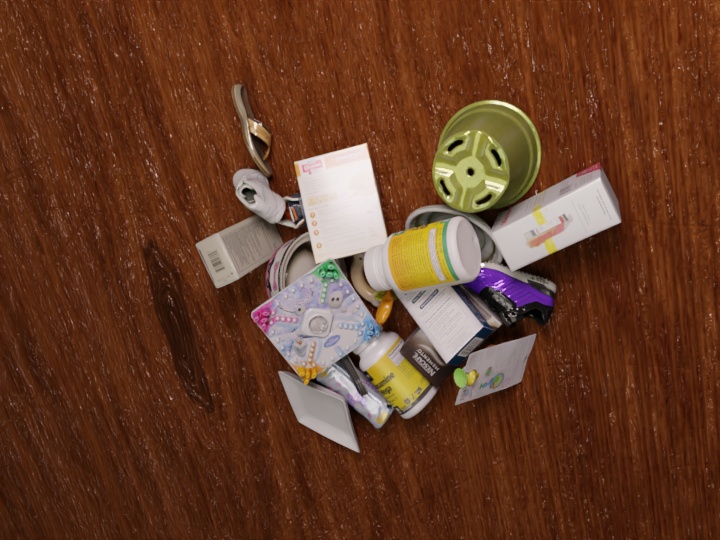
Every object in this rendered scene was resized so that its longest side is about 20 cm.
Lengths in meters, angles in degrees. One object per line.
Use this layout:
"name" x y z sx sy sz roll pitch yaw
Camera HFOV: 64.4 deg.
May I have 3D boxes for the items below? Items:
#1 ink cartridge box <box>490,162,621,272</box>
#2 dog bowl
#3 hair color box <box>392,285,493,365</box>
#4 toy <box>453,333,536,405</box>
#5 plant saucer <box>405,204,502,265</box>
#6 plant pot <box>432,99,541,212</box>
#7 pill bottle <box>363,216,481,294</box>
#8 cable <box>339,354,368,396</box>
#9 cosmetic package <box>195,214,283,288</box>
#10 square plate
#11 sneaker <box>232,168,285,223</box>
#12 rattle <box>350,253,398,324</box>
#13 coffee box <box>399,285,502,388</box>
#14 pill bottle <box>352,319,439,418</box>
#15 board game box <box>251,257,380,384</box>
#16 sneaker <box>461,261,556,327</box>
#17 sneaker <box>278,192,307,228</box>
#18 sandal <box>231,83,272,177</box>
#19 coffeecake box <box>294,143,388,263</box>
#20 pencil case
"ink cartridge box" 0.341 -0.094 0.999 0.197 0.145 0.085 -27 98 29
"dog bowl" -0.118 0.021 1.218 0.073 0.198 0.205 -2 109 42
"hair color box" 0.151 0.069 1.087 0.100 0.060 0.201 -46 58 17
"toy" 0.257 0.184 1.126 0.047 0.196 0.118 34 124 42
"plant saucer" 0.183 -0.069 1.097 0.196 0.051 0.202 21 153 11
"plant pot" 0.208 -0.188 1.001 0.195 0.184 0.206 8 111 21
"pill bottle" 0.107 -0.020 1.031 0.196 0.112 0.115 -13 103 35
"cable" -0.030 0.176 1.245 0.200 0.049 0.099 48 156 41
"cosmetic package" -0.254 -0.051 1.240 0.070 0.200 0.107 -20 99 28
"square plate" -0.092 0.328 1.352 0.196 0.029 0.201 17 138 32
"sneaker" -0.232 -0.174 1.219 0.200 0.079 0.071 42 104 44
"rattle" 0.000 0.000 1.187 0.129 0.143 0.202 -22 105 46
"coffee box" 0.187 0.126 1.172 0.113 0.080 0.201 41 114 4
"pill bottle" 0.069 0.210 1.240 0.201 0.112 0.112 48 119 2
"board game box" -0.085 0.108 1.146 0.198 0.026 0.202 -33 116 4
"sneaker" 0.271 0.052 1.073 0.195 0.070 0.102 14 69 0
"sneaker" -0.102 -0.134 1.216 0.195 0.079 0.080 -13 102 25
"sandal" -0.220 -0.300 1.219 0.053 0.080 0.205 -15 98 5
"coffeecake box" -0.034 -0.131 1.141 0.149 0.073 0.206 -12 91 5
"pencil case" -0.008 0.272 1.307 0.198 0.091 0.084 36 78 10
